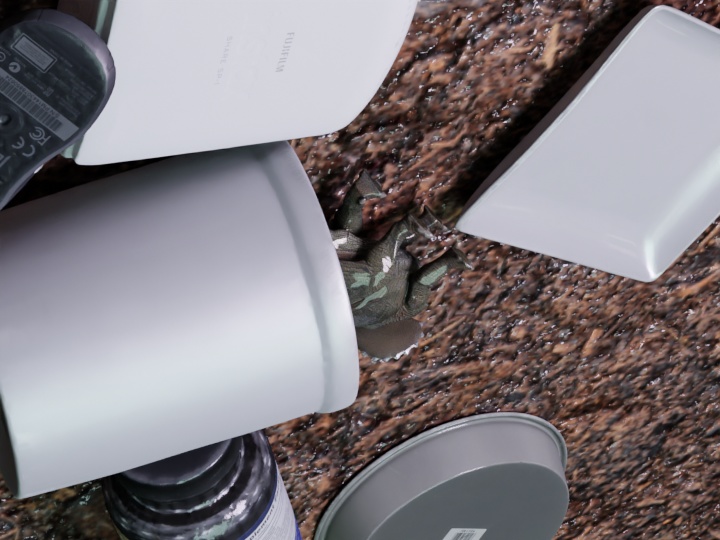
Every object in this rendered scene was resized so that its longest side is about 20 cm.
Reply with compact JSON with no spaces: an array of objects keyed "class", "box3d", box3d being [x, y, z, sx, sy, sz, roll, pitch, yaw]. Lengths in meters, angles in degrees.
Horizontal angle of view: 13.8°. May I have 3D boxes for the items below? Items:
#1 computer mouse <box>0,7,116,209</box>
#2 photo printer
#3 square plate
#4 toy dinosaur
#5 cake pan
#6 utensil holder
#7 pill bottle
[{"class":"computer mouse","box3d":[-0.224,-0.085,1.552,0.140,0.046,0.200,33,120,-14]},{"class":"photo printer","box3d":[-0.062,-0.139,1.597,0.199,0.070,0.167,-9,140,-27]},{"class":"square plate","box3d":[0.181,-0.082,1.877,0.200,0.028,0.198,14,127,-45]},{"class":"toy dinosaur","box3d":[0.000,0.000,1.812,0.102,0.077,0.200,-46,145,12]},{"class":"cake pan","box3d":[0.064,0.179,2.117,0.200,0.037,0.201,-19,144,-14]},{"class":"utensil holder","box3d":[-0.123,0.024,1.681,0.199,0.170,0.170,-16,144,-13]},{"class":"pill bottle","box3d":[-0.102,0.150,1.898,0.112,0.112,0.200,-25,145,-6]}]
